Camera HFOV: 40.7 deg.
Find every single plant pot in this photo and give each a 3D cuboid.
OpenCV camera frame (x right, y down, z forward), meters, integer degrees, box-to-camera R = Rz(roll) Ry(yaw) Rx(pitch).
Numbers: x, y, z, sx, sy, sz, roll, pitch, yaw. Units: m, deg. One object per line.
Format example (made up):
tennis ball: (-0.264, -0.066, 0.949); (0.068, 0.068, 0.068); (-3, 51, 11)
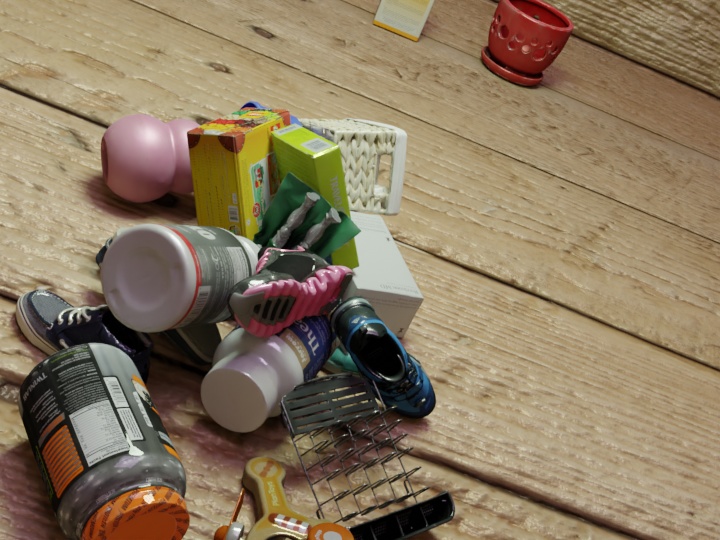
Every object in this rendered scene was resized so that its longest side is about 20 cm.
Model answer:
plant pot: (0.417, -0.586, 2.488); (0.200, 0.183, 0.201); (18, 31, -11)

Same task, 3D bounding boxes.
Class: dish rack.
dish rack: (0.001, 0.203, 1.062); (0.153, 0.055, 0.201); (-7, 65, -43)

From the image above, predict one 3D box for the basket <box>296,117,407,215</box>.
basket: (-0.027, -0.168, 1.535); (0.123, 0.136, 0.200); (-1, 13, -25)

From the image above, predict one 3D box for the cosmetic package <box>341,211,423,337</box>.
cosmetic package: (0.000, 0.000, 1.399); (0.112, 0.081, 0.200); (8, 34, -29)

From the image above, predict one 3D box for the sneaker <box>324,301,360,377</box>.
sneaker: (-0.050, 0.059, 1.272); (0.200, 0.080, 0.071); (39, 34, 22)

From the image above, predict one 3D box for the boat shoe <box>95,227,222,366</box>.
boat shoe: (-0.246, 0.041, 1.175); (0.200, 0.062, 0.075); (49, 21, 1)

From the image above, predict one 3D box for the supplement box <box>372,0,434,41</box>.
supplement box: (0.124, -0.695, 2.431); (0.126, 0.201, 0.074); (21, 31, -6)

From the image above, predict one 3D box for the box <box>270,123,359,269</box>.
box: (-0.060, -0.084, 1.301); (0.048, 0.201, 0.122); (-24, 33, -24)

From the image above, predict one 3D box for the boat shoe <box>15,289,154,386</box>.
boat shoe: (-0.303, 0.062, 1.079); (0.200, 0.093, 0.075); (37, 33, 20)

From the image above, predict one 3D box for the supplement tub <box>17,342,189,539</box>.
supplement tub: (-0.241, 0.176, 0.921); (0.122, 0.123, 0.200); (-1, 40, -36)

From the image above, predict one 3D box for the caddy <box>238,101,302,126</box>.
caddy: (-0.154, -0.171, 1.495); (0.105, 0.142, 0.200); (10, 33, -31)

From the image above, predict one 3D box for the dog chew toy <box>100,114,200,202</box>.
dog chew toy: (-0.267, -0.163, 1.398); (0.199, 0.125, 0.125); (-5, 40, -23)

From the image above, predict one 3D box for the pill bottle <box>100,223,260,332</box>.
pill bottle: (-0.189, 0.006, 1.095); (0.114, 0.114, 0.200); (34, 12, 16)

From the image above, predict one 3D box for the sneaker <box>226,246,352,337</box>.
sneaker: (-0.095, 0.013, 1.100); (0.095, 0.079, 0.200); (41, 24, 19)

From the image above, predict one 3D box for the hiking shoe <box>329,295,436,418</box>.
hiking shoe: (0.033, 0.124, 1.173); (0.200, 0.074, 0.087); (50, 2, -31)

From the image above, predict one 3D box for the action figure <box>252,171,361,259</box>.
action figure: (-0.107, -0.012, 1.238); (0.118, 0.200, 0.055); (39, 19, -7)

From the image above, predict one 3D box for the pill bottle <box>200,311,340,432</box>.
pill bottle: (-0.104, 0.102, 1.140); (0.111, 0.111, 0.200); (29, 31, 7)

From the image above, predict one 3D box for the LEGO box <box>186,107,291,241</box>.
LEGO box: (-0.154, -0.108, 1.327); (0.077, 0.201, 0.149); (7, 23, 25)

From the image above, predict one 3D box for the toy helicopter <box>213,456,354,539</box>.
toy helicopter: (-0.092, 0.256, 0.975); (0.132, 0.079, 0.200); (2, 26, -19)
